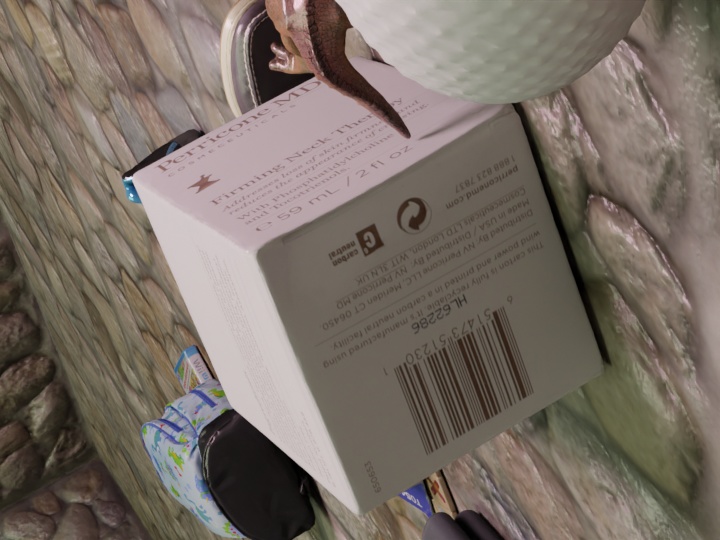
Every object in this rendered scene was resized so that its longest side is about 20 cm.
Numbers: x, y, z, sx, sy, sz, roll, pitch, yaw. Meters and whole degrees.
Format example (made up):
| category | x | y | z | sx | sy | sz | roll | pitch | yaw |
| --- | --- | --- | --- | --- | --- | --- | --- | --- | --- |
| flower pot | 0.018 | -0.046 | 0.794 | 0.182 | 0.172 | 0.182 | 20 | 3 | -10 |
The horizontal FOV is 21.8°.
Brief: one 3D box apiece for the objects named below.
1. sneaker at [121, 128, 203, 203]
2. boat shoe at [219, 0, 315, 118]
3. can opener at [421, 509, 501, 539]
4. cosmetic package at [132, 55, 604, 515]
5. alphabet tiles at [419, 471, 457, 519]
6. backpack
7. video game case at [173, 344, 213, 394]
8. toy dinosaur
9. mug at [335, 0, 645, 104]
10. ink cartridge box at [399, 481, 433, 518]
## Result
| category | x | y | z | sx | sy | sz | roll | pitch | yaw |
| --- | --- | --- | --- | --- | --- | --- | --- | --- | --- |
| sneaker | -0.129 | -0.042 | 1.563 | 0.200 | 0.081 | 0.074 | 42 | 153 | 48 |
| boat shoe | -0.035 | -0.088 | 1.210 | 0.065 | 0.072 | 0.201 | 28 | 143 | 43 |
| can opener | 0.115 | 0.223 | 1.316 | 0.200 | 0.053 | 0.067 | 46 | 127 | 47 |
| cosmetic package | 0.000 | 0.000 | 1.047 | 0.200 | 0.166 | 0.168 | 29 | 145 | 62 |
| alphabet tiles | 0.016 | 0.110 | 1.495 | 0.167 | 0.008 | 0.201 | 31 | 146 | 63 |
| backpack | -0.146 | 0.194 | 1.965 | 0.164 | 0.153 | 0.200 | 62 | 179 | -26 |
| video game case | -0.159 | 0.190 | 2.194 | 0.201 | 0.018 | 0.143 | 60 | 166 | 6 |
| toy dinosaur | -0.020 | -0.160 | 0.918 | 0.136 | 0.085 | 0.202 | -112 | 13 | -86 |
| mug | 0.046 | -0.169 | 0.694 | 0.176 | 0.146 | 0.202 | 75 | -168 | -61 |
| ink cartridge box | -0.037 | 0.100 | 1.489 | 0.199 | 0.041 | 0.201 | 26 | 144 | 44 |
